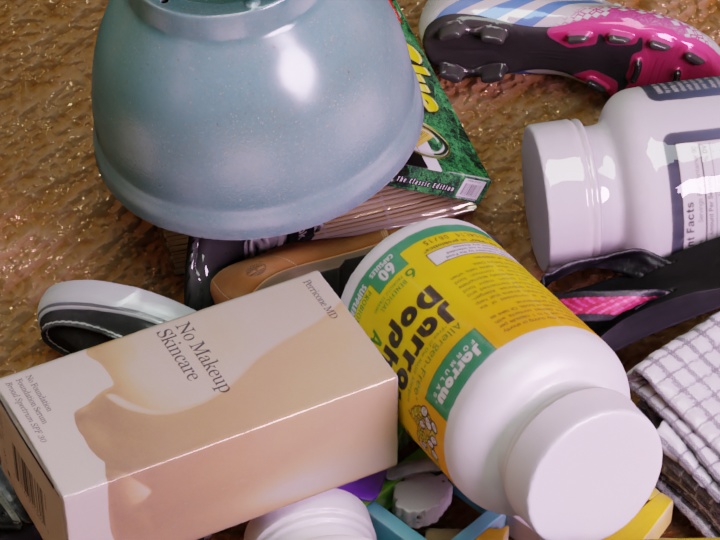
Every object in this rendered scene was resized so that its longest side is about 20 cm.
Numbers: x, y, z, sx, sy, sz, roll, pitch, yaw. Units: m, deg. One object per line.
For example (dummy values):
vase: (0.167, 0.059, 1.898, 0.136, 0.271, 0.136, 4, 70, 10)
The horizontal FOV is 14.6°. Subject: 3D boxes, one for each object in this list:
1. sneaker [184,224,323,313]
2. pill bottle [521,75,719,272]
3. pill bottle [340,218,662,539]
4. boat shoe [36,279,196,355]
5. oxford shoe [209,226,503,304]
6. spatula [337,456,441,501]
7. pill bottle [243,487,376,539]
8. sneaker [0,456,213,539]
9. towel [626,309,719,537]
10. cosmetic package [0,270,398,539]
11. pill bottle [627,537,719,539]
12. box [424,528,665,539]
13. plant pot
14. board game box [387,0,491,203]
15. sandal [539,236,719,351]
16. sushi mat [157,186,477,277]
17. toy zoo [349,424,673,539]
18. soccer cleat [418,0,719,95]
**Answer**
sneaker: (-0.049, -0.045, 1.703, 0.088, 0.074, 0.201, 16, 51, 6)
pill bottle: (0.202, -0.056, 1.702, 0.199, 0.120, 0.120, -7, 53, -5)
pill bottle: (0.077, 0.063, 1.534, 0.112, 0.113, 0.200, -23, 38, -17)
boat shoe: (-0.103, 0.062, 1.646, 0.199, 0.069, 0.057, 19, 56, 10)
oxford shoe: (0.000, 0.000, 1.669, 0.199, 0.072, 0.071, -7, 27, -38)
spatula: (0.052, 0.113, 1.588, 0.199, 0.021, 0.057, 7, 42, 6)
pill bottle: (-0.010, 0.214, 1.502, 0.104, 0.105, 0.201, -9, 45, -7)
sneaker: (-0.174, 0.135, 1.590, 0.199, 0.074, 0.088, 11, 57, 11)
towel: (0.262, 0.105, 1.602, 0.165, 0.086, 0.200, -32, 61, -25)
cosmetic package: (-0.088, 0.083, 1.529, 0.199, 0.071, 0.105, -20, 46, -21)
pill bottle: (0.133, 0.196, 1.457, 0.199, 0.112, 0.112, 2, 49, -29)
box: (0.114, 0.233, 1.546, 0.162, 0.021, 0.201, 2, 52, 0)
plant pot: (-0.068, -0.134, 1.639, 0.199, 0.135, 0.201, -5, 44, 5)
board game box: (0.003, -0.119, 1.760, 0.104, 0.024, 0.200, 11, 35, -32)
sandal: (0.147, 0.012, 1.635, 0.199, 0.045, 0.075, -23, 30, 12)
sushi mat: (-0.032, -0.053, 1.765, 0.199, 0.012, 0.096, -12, 55, -10)
toy zoo: (0.084, 0.134, 1.596, 0.200, 0.021, 0.131, 34, 52, 30)
soccer cleat: (0.138, -0.159, 1.811, 0.199, 0.070, 0.087, 8, 47, 3)
